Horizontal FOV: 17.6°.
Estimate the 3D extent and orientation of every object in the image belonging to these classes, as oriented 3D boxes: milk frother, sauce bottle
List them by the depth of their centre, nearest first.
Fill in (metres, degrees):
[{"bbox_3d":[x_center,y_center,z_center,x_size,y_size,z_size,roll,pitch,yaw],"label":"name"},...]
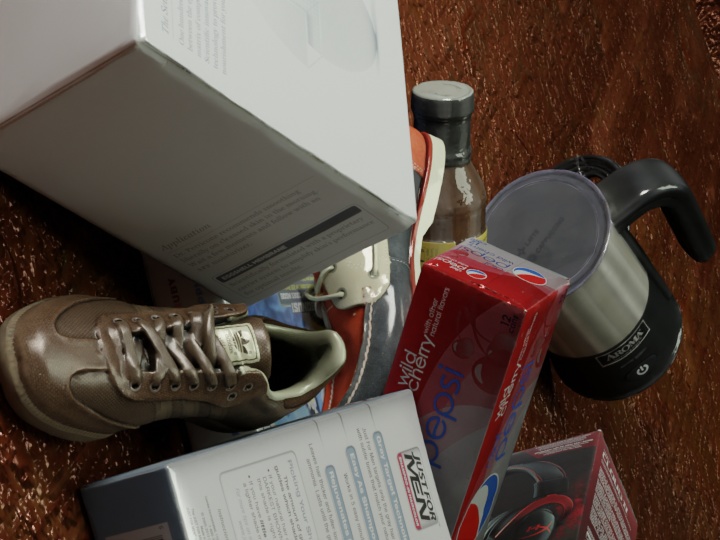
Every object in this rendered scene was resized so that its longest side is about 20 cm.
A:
[{"bbox_3d":[0.052,-0.022,1.510,0.065,0.064,0.201,-60,155,-66],"label":"sauce bottle"},{"bbox_3d":[0.166,-0.028,1.888,0.200,0.181,0.188,33,-9,36],"label":"milk frother"}]

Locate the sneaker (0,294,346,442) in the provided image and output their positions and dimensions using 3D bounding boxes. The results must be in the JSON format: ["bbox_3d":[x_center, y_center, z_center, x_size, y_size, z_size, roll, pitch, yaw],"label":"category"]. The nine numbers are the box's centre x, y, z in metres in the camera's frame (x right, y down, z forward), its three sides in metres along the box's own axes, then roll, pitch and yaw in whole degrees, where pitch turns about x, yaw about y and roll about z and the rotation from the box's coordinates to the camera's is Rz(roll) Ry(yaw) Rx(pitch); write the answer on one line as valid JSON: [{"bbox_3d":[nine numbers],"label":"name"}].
[{"bbox_3d":[-0.085,0.036,1.095,0.199,0.075,0.071,5,64,-57],"label":"sneaker"}]

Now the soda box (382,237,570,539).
[{"bbox_3d":[0.045,0.088,1.241,0.070,0.063,0.201,-28,138,-61],"label":"soda box"}]

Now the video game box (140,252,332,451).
[{"bbox_3d":[-0.045,0.064,1.288,0.200,0.046,0.184,-3,80,-71],"label":"video game box"}]

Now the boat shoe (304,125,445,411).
[{"bbox_3d":[0.000,0.000,1.300,0.062,0.071,0.201,23,60,-23],"label":"boat shoe"}]

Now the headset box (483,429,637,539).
[{"bbox_3d":[0.080,0.179,1.388,0.200,0.148,0.075,-64,135,-63],"label":"headset box"}]

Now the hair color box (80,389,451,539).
[{"bbox_3d":[-0.039,0.127,1.137,0.199,0.060,0.100,-13,87,-53],"label":"hair color box"}]

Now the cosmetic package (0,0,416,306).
[{"bbox_3d":[-0.085,-0.121,1.145,0.200,0.122,0.201,33,42,-43],"label":"cosmetic package"}]
